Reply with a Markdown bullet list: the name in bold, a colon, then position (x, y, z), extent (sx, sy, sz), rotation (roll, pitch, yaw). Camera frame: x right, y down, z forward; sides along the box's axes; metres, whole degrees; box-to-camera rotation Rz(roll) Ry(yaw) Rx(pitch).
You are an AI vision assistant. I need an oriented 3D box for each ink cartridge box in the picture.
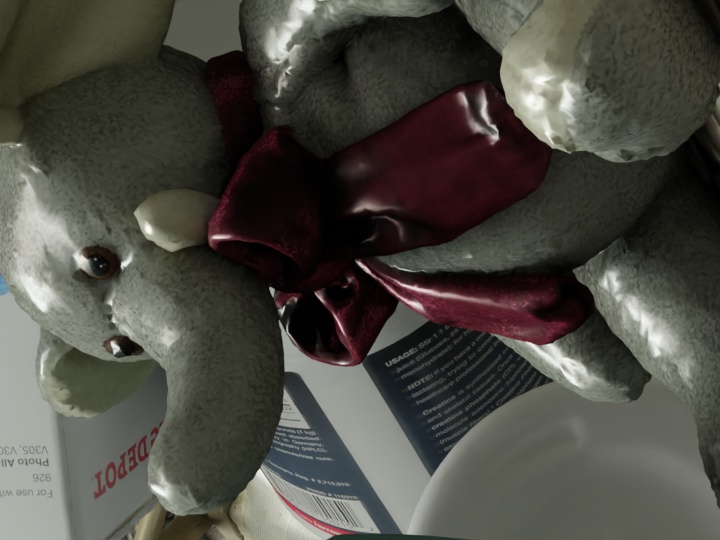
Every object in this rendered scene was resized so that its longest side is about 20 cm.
- **ink cartridge box**: position (-0.120, -0.010, 0.927), extent (0.145, 0.087, 0.200), rotation (-40, -55, -71)

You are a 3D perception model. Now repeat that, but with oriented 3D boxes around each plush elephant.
- **plush elephant**: position (-0.012, -0.017, 0.569), extent (0.200, 0.155, 0.165), rotation (57, 178, 40)

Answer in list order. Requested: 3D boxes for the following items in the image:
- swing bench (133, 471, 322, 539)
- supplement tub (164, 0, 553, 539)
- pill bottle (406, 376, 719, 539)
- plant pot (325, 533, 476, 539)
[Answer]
- **swing bench**: position (0.020, 0.119, 1.160), extent (0.199, 0.130, 0.200), rotation (24, -164, 16)
- **supplement tub**: position (0.000, 0.000, 0.920), extent (0.140, 0.140, 0.200), rotation (58, 178, 41)
- **pill bottle**: position (0.084, 0.112, 0.767), extent (0.120, 0.120, 0.200), rotation (58, 178, 21)
- **plant pot**: position (0.053, 0.145, 0.508), extent (0.200, 0.141, 0.141), rotation (23, 156, 38)
